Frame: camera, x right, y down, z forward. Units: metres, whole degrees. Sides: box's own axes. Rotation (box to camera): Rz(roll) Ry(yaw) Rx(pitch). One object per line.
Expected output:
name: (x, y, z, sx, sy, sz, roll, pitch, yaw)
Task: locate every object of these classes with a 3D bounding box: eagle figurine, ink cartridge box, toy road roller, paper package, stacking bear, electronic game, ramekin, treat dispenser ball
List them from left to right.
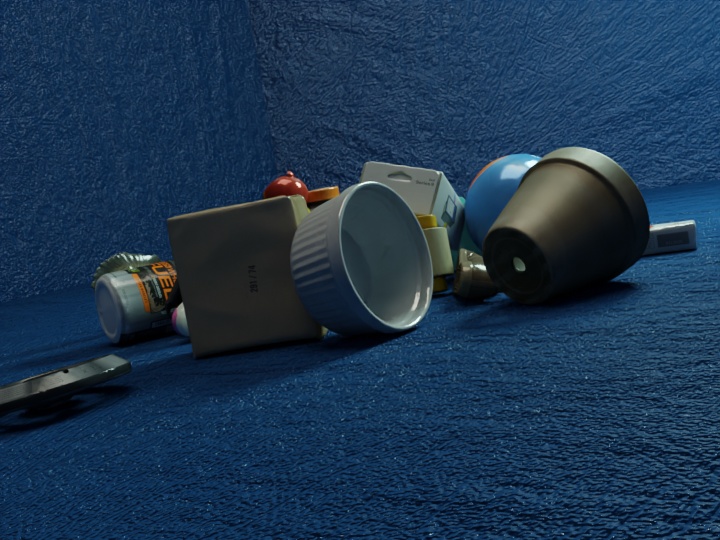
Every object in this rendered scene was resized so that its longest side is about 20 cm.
electronic game: (-0.371, 0.142, 1.070, 0.199, 0.042, 0.200, -16, 0, 0)
eagle figurine: (-0.388, 0.046, 1.689, 0.151, 0.152, 0.200, 2, -3, 12)
paper package: (-0.154, 0.006, 1.262, 0.190, 0.201, 0.103, -10, 5, 8)
stacking bear: (-0.135, -0.083, 1.613, 0.113, 0.201, 0.122, -4, -35, 7)
ramekin: (-0.003, -0.008, 1.192, 0.105, 0.201, 0.200, -17, 0, 36)
toy road roller: (0.051, -0.011, 1.500, 0.199, 0.124, 0.146, -10, -6, 4)
ink cartridge box: (0.092, -0.112, 1.596, 0.145, 0.088, 0.200, 10, -14, 21)
treat dispenser ball: (0.287, -0.108, 1.617, 0.200, 0.202, 0.201, -10, 6, 1)
ink cartridge box: (0.501, -0.063, 1.575, 0.161, 0.050, 0.200, -8, 9, 20)

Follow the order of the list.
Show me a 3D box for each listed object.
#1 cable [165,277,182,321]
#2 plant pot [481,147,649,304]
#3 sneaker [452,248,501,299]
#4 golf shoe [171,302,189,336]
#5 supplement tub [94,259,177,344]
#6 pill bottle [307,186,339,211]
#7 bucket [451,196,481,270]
cable: (-0.224, 0.017, 1.489, 0.163, 0.201, 0.051, 10, 31, -37)
plant pot: (0.265, -0.044, 1.236, 0.173, 0.201, 0.200, -34, 19, -35)
sneaker: (0.183, 0.013, 1.382, 0.075, 0.071, 0.200, 10, 11, 4)
golf shoe: (-0.200, 0.062, 1.439, 0.199, 0.076, 0.091, -15, 11, -31)
supplement tub: (-0.344, 0.048, 1.558, 0.199, 0.123, 0.122, -14, 7, -34)
pill bottle: (-0.060, -0.056, 1.709, 0.106, 0.201, 0.106, -10, 5, 1)
bucket: (0.217, -0.081, 1.807, 0.206, 0.136, 0.207, -10, 7, 1)
